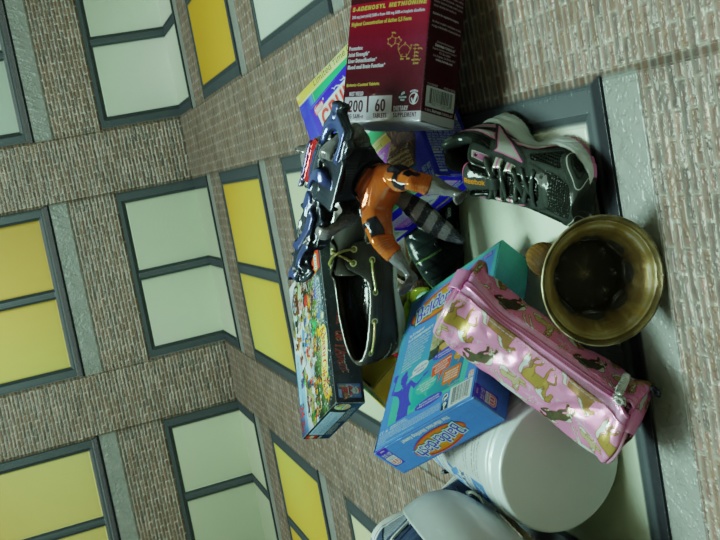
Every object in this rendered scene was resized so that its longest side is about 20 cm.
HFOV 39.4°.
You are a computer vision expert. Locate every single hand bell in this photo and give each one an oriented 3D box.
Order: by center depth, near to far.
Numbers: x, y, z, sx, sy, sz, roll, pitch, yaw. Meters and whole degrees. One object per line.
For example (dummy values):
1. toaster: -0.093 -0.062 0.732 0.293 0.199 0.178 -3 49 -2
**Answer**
1. hand bell: 0.181 -0.003 0.895 0.200 0.102 0.106 -139 38 -80

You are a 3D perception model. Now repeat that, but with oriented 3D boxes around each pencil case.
1. pencil case: 0.155 0.077 0.866 0.199 0.083 0.087 37 123 16

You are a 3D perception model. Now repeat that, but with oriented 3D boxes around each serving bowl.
1. serving bowl: 0.130 0.276 0.945 0.200 0.066 0.200 45 175 5

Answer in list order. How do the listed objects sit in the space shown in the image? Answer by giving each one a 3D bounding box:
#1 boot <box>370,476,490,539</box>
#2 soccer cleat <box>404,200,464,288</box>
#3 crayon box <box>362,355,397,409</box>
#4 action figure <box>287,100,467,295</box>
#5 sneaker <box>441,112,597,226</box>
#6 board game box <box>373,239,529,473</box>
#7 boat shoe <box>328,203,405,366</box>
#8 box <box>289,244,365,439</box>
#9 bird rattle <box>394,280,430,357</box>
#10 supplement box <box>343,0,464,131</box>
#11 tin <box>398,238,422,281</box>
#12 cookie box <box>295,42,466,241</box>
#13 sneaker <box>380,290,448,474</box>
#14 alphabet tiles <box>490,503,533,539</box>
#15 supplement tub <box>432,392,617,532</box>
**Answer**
1. boot: 0.110 0.273 1.095 0.074 0.198 0.090 64 161 -9
2. soccer cleat: 0.085 -0.074 1.156 0.081 0.067 0.203 -21 82 60
3. crayon box: 0.053 0.159 1.263 0.200 0.052 0.126 45 172 -20
4. action figure: 0.002 -0.062 1.016 0.193 0.104 0.202 42 126 26
5. sneaker: 0.140 -0.085 0.928 0.200 0.085 0.082 -140 39 -61
6. board game box: 0.093 0.085 1.002 0.152 0.045 0.202 -37 26 43
7. boat shoe: 0.000 0.000 1.077 0.071 0.060 0.204 -3 103 44
8. box: -0.044 0.086 1.216 0.137 0.037 0.203 126 142 -58
9. bird rattle: 0.030 0.033 1.287 0.163 0.113 0.200 41 172 -10
10. supplement box: 0.045 -0.245 1.008 0.108 0.060 0.203 5 90 41
11. tin: 0.045 -0.053 1.339 0.200 0.041 0.114 -144 40 -65
12. cookie box: 0.026 -0.152 1.123 0.171 0.074 0.203 -37 65 44
13. sneaker: 0.077 0.132 1.140 0.202 0.138 0.078 62 161 13
14. alphabet tiles: 0.200 0.298 0.963 0.167 0.008 0.200 48 175 -33
15. supplement tub: 0.149 0.165 1.002 0.200 0.130 0.134 -160 59 -71
